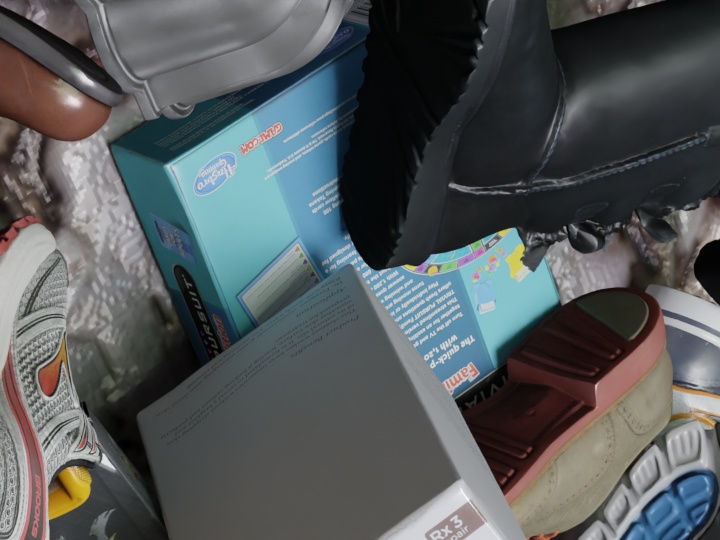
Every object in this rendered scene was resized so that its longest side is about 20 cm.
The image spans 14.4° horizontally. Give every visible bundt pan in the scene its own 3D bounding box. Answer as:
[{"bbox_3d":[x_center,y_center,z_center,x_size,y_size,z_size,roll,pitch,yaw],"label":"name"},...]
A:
[{"bbox_3d":[-0.050,-0.157,1.013,0.202,0.075,0.203,-7,90,-77],"label":"bundt pan"}]

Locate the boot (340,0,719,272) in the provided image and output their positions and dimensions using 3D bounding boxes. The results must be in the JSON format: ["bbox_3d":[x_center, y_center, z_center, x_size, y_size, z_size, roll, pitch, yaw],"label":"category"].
[{"bbox_3d":[0.085,-0.081,1.107,0.162,0.073,0.199,-12,141,-25],"label":"boot"}]

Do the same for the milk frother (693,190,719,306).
[{"bbox_3d":[0.267,-0.025,1.250,0.199,0.188,0.181,27,78,-22],"label":"milk frother"}]

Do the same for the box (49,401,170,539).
[{"bbox_3d":[-0.109,0.175,1.087,0.158,0.048,0.200,-37,107,-1],"label":"box"}]

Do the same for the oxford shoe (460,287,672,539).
[{"bbox_3d":[0.063,0.094,1.180,0.200,0.070,0.075,-38,127,-21],"label":"oxford shoe"}]

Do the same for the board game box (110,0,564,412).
[{"bbox_3d":[0.000,0.000,1.181,0.151,0.047,0.201,-34,120,-24],"label":"board game box"}]

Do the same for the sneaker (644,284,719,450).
[{"bbox_3d":[0.195,0.081,1.329,0.199,0.078,0.080,27,81,-27],"label":"sneaker"}]

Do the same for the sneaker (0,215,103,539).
[{"bbox_3d":[-0.135,0.052,1.021,0.078,0.200,0.082,-35,111,22],"label":"sneaker"}]

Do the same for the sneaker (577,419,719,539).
[{"bbox_3d":[0.112,0.148,1.259,0.200,0.075,0.087,-37,154,14],"label":"sneaker"}]

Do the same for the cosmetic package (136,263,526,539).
[{"bbox_3d":[-0.008,0.091,1.050,0.113,0.200,0.081,-35,116,6],"label":"cosmetic package"}]

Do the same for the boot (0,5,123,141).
[{"bbox_3d":[-0.190,-0.008,0.965,0.068,0.187,0.201,20,88,-79],"label":"boot"}]
